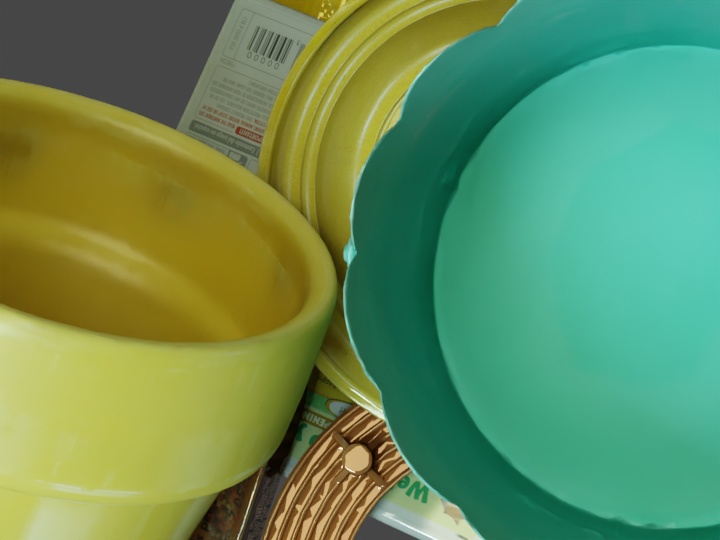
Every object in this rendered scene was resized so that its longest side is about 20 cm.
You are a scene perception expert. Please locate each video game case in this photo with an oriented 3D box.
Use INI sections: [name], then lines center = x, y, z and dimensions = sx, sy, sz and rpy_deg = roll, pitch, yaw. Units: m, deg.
[video game case]
center = 0.000, 0.000, 0.969
dimensions = 0.199, 0.022, 0.183
rpy_deg = 23, 85, 16

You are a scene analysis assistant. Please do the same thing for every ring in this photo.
[ring]
center = 0.055, 0.134, 0.913
dimensions = 0.199, 0.019, 0.202
rpy_deg = 0, 84, 4

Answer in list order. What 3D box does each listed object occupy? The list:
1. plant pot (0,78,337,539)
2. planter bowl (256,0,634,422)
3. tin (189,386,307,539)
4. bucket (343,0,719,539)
[plant pot]
center = -0.129, 0.056, 0.853
dimensions = 0.200, 0.201, 0.190
rpy_deg = 27, 114, 17
[planter bowl]
center = 0.053, -0.031, 0.874
dimensions = 0.199, 0.083, 0.202
rpy_deg = 0, 87, 6
[tin]
center = -0.091, 0.084, 0.950
dimensions = 0.111, 0.042, 0.201
rpy_deg = 21, 97, 13
[bucket]
center = 0.101, 0.007, 0.756
dimensions = 0.206, 0.135, 0.209
rpy_deg = 0, 89, 8
